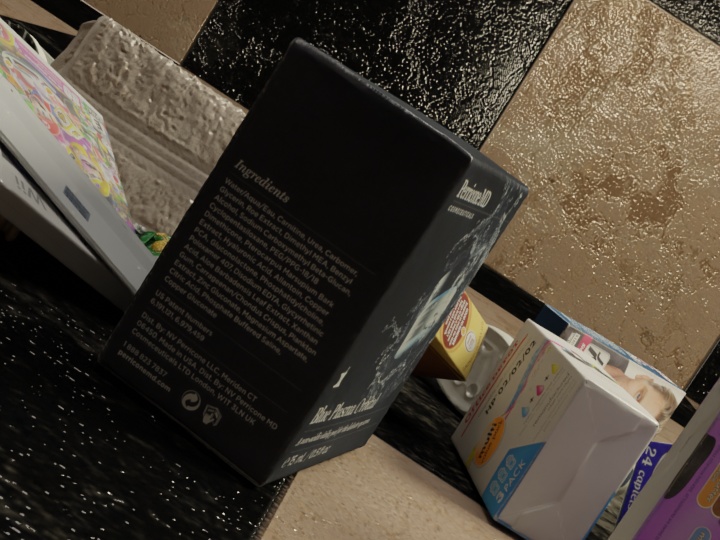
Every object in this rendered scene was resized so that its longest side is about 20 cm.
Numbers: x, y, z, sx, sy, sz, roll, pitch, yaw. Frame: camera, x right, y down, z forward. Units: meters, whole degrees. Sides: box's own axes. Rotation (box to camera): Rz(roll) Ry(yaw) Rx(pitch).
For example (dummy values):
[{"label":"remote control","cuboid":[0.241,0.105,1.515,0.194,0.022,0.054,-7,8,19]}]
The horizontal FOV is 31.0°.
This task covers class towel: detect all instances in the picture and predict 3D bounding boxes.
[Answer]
[{"label":"towel","cuboid":[-0.175,-0.107,1.022,0.199,0.133,0.035,34,-15,14]}]

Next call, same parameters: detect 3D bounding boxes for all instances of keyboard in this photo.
[{"label":"keyboard","cuboid":[-0.166,-0.041,0.758,0.200,0.011,0.056,52,16,-22]}]

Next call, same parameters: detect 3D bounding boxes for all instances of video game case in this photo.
[{"label":"video game case","cuboid":[-0.192,-0.074,0.806,0.143,0.018,0.201,47,14,-46]}]

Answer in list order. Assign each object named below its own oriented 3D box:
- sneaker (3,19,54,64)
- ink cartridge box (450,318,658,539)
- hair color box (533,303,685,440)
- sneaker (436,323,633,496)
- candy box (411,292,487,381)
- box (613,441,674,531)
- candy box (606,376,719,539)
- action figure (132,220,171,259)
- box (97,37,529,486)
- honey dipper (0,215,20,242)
[{"label":"sneaker","cuboid":[-0.268,-0.140,1.123,0.200,0.074,0.079,42,0,18]},{"label":"ink cartridge box","cuboid":[0.131,0.112,0.949,0.068,0.116,0.200,31,7,-12]},{"label":"hair color box","cuboid":[0.265,0.129,1.472,0.199,0.100,0.061,28,9,-29]},{"label":"sneaker","cuboid":[0.162,0.131,1.152,0.146,0.081,0.200,37,-1,-41]},{"label":"candy box","cuboid":[0.000,0.000,0.944,0.116,0.057,0.200,3,-34,37]},{"label":"box","cuboid":[0.299,0.205,0.863,0.183,0.106,0.199,29,-14,-26]},{"label":"candy box","cuboid":[0.234,0.185,0.698,0.199,0.168,0.072,34,9,6]},{"label":"action figure","cuboid":[-0.090,0.016,0.897,0.199,0.055,0.118,28,8,-20]},{"label":"box","cuboid":[-0.016,-0.001,0.733,0.117,0.201,0.197,34,8,14]},{"label":"honey dipper","cuboid":[-0.281,-0.081,0.748,0.199,0.038,0.038,32,7,-21]}]
